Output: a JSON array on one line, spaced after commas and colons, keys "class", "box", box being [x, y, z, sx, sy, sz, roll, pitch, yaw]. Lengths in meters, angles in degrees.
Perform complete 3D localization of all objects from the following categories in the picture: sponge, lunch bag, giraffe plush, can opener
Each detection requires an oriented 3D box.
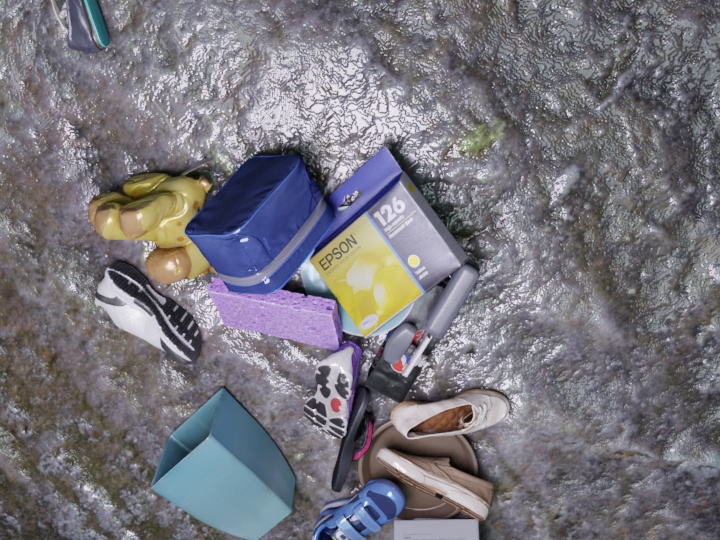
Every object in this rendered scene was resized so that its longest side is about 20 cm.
[{"class": "sponge", "box": [-0.127, 0.066, 1.284, 0.197, 0.030, 0.112, 10, 149, 12]}, {"class": "lunch bag", "box": [-0.132, -0.065, 1.202, 0.135, 0.201, 0.133, 6, 137, 44]}, {"class": "giraffe plush", "box": [-0.285, -0.054, 1.263, 0.198, 0.172, 0.164, -26, 118, -22]}, {"class": "can opener", "box": [0.104, 0.069, 1.227, 0.066, 0.053, 0.201, 33, 108, -4]}]

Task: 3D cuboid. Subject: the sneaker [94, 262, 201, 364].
[{"class": "sneaker", "box": [-0.337, 0.078, 1.344, 0.200, 0.074, 0.080, 45, 121, -4]}]

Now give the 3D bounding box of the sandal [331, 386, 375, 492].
[{"class": "sandal", "box": [-0.006, 0.273, 1.364, 0.044, 0.075, 0.202, 12, 116, -4]}]

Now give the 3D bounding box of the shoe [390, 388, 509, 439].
[{"class": "shoe", "box": [0.146, 0.230, 1.309, 0.197, 0.053, 0.071, -5, 108, -16]}]

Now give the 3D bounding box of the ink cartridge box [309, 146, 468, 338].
[{"class": "ink cartridge box", "box": [0.022, -0.037, 1.217, 0.197, 0.047, 0.201, -39, 88, 29]}]

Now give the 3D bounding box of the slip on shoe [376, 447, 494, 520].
[{"class": "slip on shoe", "box": [0.121, 0.324, 1.342, 0.198, 0.076, 0.061, 26, 69, 6]}]

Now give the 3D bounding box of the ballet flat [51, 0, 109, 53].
[{"class": "ballet flat", "box": [-0.411, -0.408, 1.192, 0.072, 0.073, 0.203, -5, 109, 8]}]

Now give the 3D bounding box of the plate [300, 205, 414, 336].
[{"class": "plate", "box": [0.000, 0.000, 1.276, 0.198, 0.026, 0.203, 8, 108, 25]}]

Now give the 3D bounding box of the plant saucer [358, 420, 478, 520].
[{"class": "plant saucer", "box": [0.095, 0.325, 1.388, 0.197, 0.030, 0.203, 2, 108, 5]}]

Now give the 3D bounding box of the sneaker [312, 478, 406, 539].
[{"class": "sneaker", "box": [-0.004, 0.406, 1.373, 0.074, 0.082, 0.200, 48, 125, -4]}]

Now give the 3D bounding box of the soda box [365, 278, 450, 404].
[{"class": "soda box", "box": [0.081, 0.100, 1.300, 0.070, 0.063, 0.202, 27, 108, -3]}]

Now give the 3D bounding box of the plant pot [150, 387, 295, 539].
[{"class": "plant pot", "box": [-0.208, 0.331, 1.369, 0.141, 0.142, 0.200, -40, 107, 16]}]

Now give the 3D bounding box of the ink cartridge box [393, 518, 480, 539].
[{"class": "ink cartridge box", "box": [0.124, 0.516, 1.337, 0.142, 0.202, 0.146, -3, 136, 6]}]

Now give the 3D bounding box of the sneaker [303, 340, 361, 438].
[{"class": "sneaker", "box": [-0.030, 0.188, 1.320, 0.080, 0.084, 0.201, 32, 137, 12]}]
